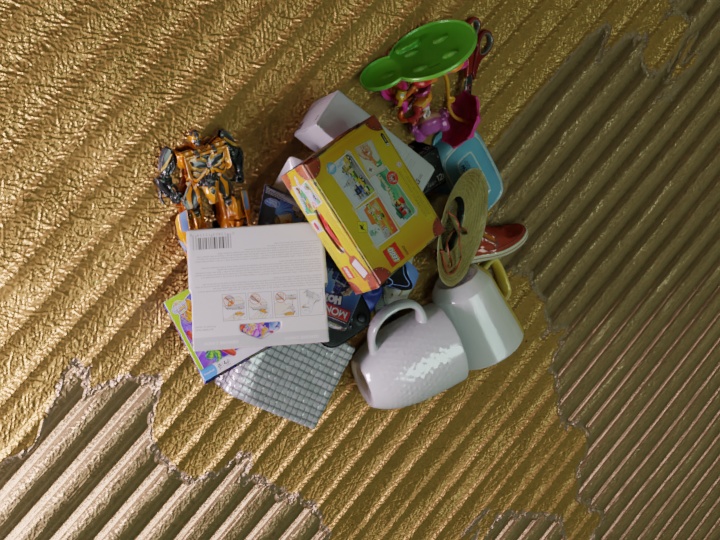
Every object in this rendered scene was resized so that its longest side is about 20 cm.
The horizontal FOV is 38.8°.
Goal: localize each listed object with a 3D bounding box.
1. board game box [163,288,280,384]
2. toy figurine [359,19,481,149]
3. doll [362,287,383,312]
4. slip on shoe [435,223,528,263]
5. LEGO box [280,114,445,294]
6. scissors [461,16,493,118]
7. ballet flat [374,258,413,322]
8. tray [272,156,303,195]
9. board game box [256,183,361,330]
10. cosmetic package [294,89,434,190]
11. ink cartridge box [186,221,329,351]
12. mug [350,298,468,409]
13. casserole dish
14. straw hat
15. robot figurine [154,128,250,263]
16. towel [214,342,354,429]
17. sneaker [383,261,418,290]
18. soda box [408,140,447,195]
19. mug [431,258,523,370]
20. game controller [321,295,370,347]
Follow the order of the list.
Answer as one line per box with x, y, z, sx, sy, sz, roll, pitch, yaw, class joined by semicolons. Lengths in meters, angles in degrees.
-0.180;0.063;1.552;0.198;0.045;0.136;-29;83;-13;board game box
0.118;-0.274;1.656;0.198;0.151;0.185;-25;131;1;toy figurine
0.013;-0.002;1.698;0.135;0.049;0.202;29;102;-16;doll
0.222;-0.058;1.845;0.197;0.074;0.062;-14;113;-25;slip on shoe
0.006;-0.094;1.458;0.148;0.077;0.202;-37;99;-29;LEGO box
0.178;-0.324;1.725;0.073;0.014;0.203;19;88;-44;scissors
0.062;0.003;1.753;0.071;0.072;0.204;-9;113;-32;ballet flat
-0.042;-0.097;1.588;0.197;0.022;0.108;22;131;-16;tray
-0.093;0.007;1.518;0.197;0.062;0.202;24;77;2;board game box
0.006;-0.184;1.575;0.199;0.101;0.075;38;74;-20;cosmetic package
-0.145;0.024;1.457;0.196;0.044;0.177;-4;78;-5;ink cartridge box
0.073;0.139;1.763;0.173;0.148;0.202;-24;126;-15;mug
0.189;-0.167;1.797;0.121;0.039;0.201;-44;126;-14;casserole dish
0.139;-0.082;1.738;0.200;0.084;0.204;-33;130;-51;straw hat
-0.224;-0.108;1.510;0.143;0.058;0.203;-23;120;-28;robot figurine
-0.123;0.146;1.670;0.199;0.085;0.168;27;90;-38;towel
0.000;0.000;1.616;0.198;0.070;0.079;24;60;-19;sneaker
0.044;-0.136;1.688;0.199;0.063;0.072;-33;123;-21;soda box
0.200;0.064;1.856;0.147;0.187;0.155;-21;115;12;mug
-0.064;0.021;1.633;0.104;0.042;0.202;-32;94;-33;game controller
